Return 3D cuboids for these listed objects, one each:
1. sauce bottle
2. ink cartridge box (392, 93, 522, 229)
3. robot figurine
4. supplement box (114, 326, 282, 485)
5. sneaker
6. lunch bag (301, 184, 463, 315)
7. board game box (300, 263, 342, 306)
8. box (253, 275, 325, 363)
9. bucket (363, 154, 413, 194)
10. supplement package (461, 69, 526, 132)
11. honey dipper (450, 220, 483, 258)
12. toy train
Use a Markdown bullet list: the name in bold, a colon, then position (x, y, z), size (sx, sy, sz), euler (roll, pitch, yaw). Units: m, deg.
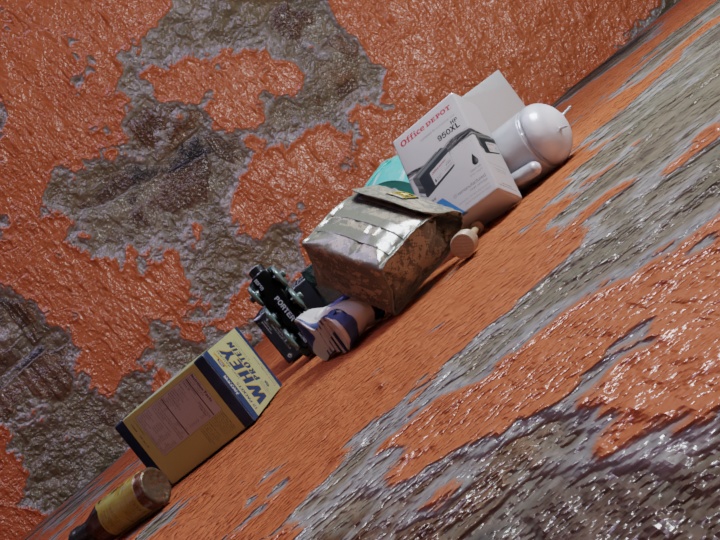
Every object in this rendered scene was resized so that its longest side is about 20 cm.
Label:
- **sauce bottle**: position (-0.366, 0.364, 1.441), size (0.199, 0.066, 0.066), euler (-36, 4, 25)
- **ink cartridge box**: position (0.158, -0.169, 1.606), size (0.144, 0.202, 0.084), euler (-36, -30, 28)
- **robot figurine**: position (0.278, -0.205, 1.636), size (0.200, 0.113, 0.171), euler (-37, 31, 35)
- **supplement box**: position (-0.265, 0.225, 1.611), size (0.199, 0.135, 0.200), euler (-38, 3, 13)
- **sneaker**: position (-0.021, 0.077, 1.527), size (0.115, 0.081, 0.199), euler (-35, 8, -22)
- **lunch bag**: position (0.040, -0.053, 1.463), size (0.163, 0.118, 0.200), euler (20, 54, 35)
- **board game box**: position (0.000, 0.000, 1.756), size (0.199, 0.136, 0.028), euler (-36, 3, 30)
- **box**: position (-0.107, 0.077, 2.023), size (0.198, 0.124, 0.200), euler (-40, 5, 2)
- **bucket**: position (0.094, -0.135, 2.093), size (0.207, 0.208, 0.135), euler (-37, 9, 28)
- **supplement package**: position (0.257, -0.266, 1.982), size (0.147, 0.201, 0.191), euler (-35, 4, 42)
- **honey dipper**: position (0.171, -0.054, 1.477), size (0.038, 0.038, 0.200), euler (-37, 0, 18)
- **toy train**: position (-0.134, 0.075, 1.791), size (0.085, 0.200, 0.114), euler (-40, -12, -2)
